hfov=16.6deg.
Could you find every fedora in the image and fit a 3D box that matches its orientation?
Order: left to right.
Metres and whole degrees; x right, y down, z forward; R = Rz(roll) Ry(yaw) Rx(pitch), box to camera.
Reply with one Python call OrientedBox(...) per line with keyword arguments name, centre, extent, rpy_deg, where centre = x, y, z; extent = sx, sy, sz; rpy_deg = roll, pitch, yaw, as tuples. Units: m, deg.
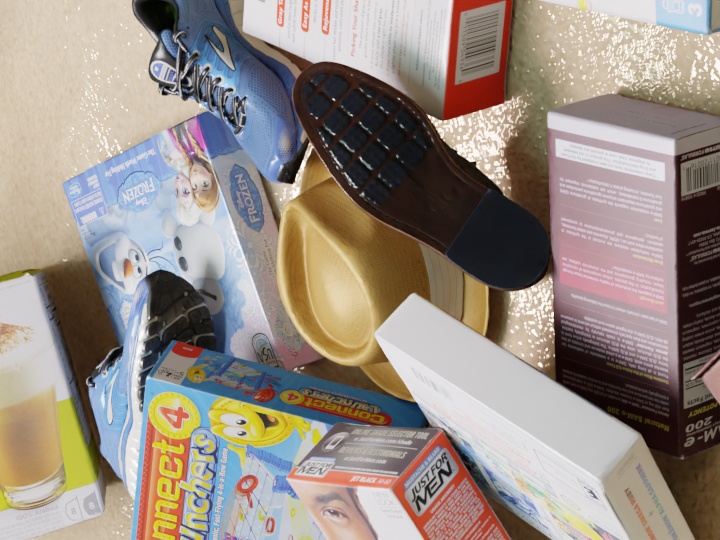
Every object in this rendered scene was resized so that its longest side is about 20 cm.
OrientedBox(name="fedora", centre=(0.000, 0.000, 1.676), extent=(0.200, 0.082, 0.201), rpy_deg=(21, 118, 44))

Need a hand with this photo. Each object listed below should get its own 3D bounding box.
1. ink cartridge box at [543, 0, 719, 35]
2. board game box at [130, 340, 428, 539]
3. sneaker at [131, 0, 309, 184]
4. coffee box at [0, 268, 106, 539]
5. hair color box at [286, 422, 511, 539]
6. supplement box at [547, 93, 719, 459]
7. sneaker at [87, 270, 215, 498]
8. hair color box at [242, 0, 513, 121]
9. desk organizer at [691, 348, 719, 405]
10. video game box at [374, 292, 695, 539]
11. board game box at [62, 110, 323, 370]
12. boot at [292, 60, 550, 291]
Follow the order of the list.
OrientedBox(name="ink cartridge box", centre=(0.148, -0.212, 1.432), extent=(0.200, 0.068, 0.116), rpy_deg=(18, 117, 45))
OrientedBox(name="board game box", centre=(-0.062, 0.169, 1.762), extent=(0.195, 0.056, 0.201), rpy_deg=(13, 119, 10))
OrientedBox(name="sneaker", centre=(-0.102, -0.132, 1.725), extent=(0.200, 0.089, 0.079), rpy_deg=(55, 140, 33))
OrientedBox(name="coffee box", centre=(-0.322, 0.117, 1.956), extent=(0.200, 0.199, 0.198), rpy_deg=(-163, 57, -85))
OrientedBox(name="hair color box", centre=(0.049, 0.197, 1.651), extent=(0.111, 0.064, 0.200), rpy_deg=(-1, 128, 50))
OrientedBox(name="supplement box", centre=(0.173, 0.002, 1.491), extent=(0.109, 0.061, 0.201), rpy_deg=(18, 117, 47))
OrientedBox(name="sneaker", centre=(-0.167, 0.081, 1.833), extent=(0.089, 0.078, 0.200), rpy_deg=(36, 132, 30))
OrientedBox(name="hair color box", centre=(0.009, -0.179, 1.615), extent=(0.200, 0.061, 0.102), rpy_deg=(28, 124, 40))
OrientedBox(name="desk organizer", centre=(0.280, 0.028, 1.367), extent=(0.077, 0.072, 0.200), rpy_deg=(56, 139, 16))
OrientedBox(name="video game box", centre=(0.117, 0.118, 1.541), extent=(0.200, 0.047, 0.182), rpy_deg=(33, 161, 38))
OrientedBox(name="board game box", centre=(-0.130, -0.003, 1.862), extent=(0.200, 0.043, 0.200), rpy_deg=(-22, 89, 51))
OrientedBox(name="boot", centre=(0.039, -0.053, 1.570), extent=(0.200, 0.097, 0.075), rpy_deg=(42, 91, 10))
